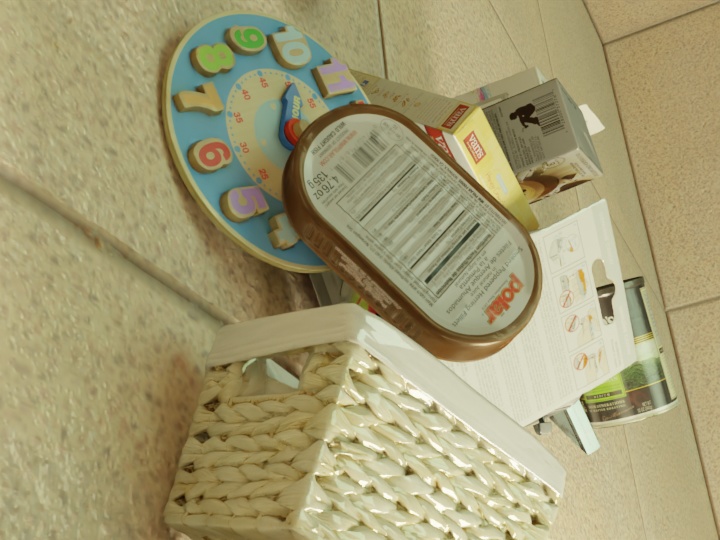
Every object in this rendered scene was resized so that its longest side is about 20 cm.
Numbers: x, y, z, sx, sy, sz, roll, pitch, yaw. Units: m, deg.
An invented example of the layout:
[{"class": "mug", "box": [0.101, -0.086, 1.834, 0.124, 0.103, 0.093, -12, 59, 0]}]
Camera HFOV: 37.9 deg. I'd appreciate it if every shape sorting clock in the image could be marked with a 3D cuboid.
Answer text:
[{"class": "shape sorting clock", "box": [-0.052, -0.095, 0.749, 0.199, 0.039, 0.202, 24, 54, -37]}]

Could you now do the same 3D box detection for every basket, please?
[{"class": "basket", "box": [0.003, 0.126, 0.599, 0.200, 0.135, 0.124, 40, 57, -31]}]

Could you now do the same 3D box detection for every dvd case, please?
[{"class": "dvd case", "box": [0.183, 0.099, 1.152, 0.147, 0.022, 0.200, 61, -8, -29]}]

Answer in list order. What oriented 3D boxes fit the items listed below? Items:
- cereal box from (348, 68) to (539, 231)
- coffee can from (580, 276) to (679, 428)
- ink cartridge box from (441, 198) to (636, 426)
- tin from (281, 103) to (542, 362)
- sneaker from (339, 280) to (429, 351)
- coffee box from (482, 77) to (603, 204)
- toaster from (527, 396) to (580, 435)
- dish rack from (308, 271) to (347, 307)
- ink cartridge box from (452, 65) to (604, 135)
[{"class": "cereal box", "box": [0.054, -0.101, 0.920, 0.200, 0.040, 0.144, 28, -20, 49]}, {"class": "coffee can", "box": [0.389, 0.124, 1.605, 0.146, 0.145, 0.202, -8, 82, -68]}, {"class": "ink cartridge box", "box": [0.133, 0.044, 0.884, 0.047, 0.199, 0.161, 23, -47, 60]}, {"class": "tin", "box": [0.035, -0.027, 0.704, 0.200, 0.112, 0.042, 43, -20, 3]}, {"class": "sneaker", "box": [0.015, 0.073, 0.732, 0.078, 0.090, 0.202, 11, 79, -23]}, {"class": "coffee box", "box": [0.131, -0.106, 1.066, 0.113, 0.199, 0.080, 19, 53, -63]}, {"class": "toaster", "box": [0.130, 0.063, 1.004, 0.113, 0.129, 0.202, 3, 71, -46]}, {"class": "dish rack", "box": [0.000, 0.000, 0.878, 0.173, 0.043, 0.200, 70, 21, -6]}, {"class": "ink cartridge box", "box": [0.169, -0.170, 1.206, 0.116, 0.199, 0.068, 15, 60, -65]}]
